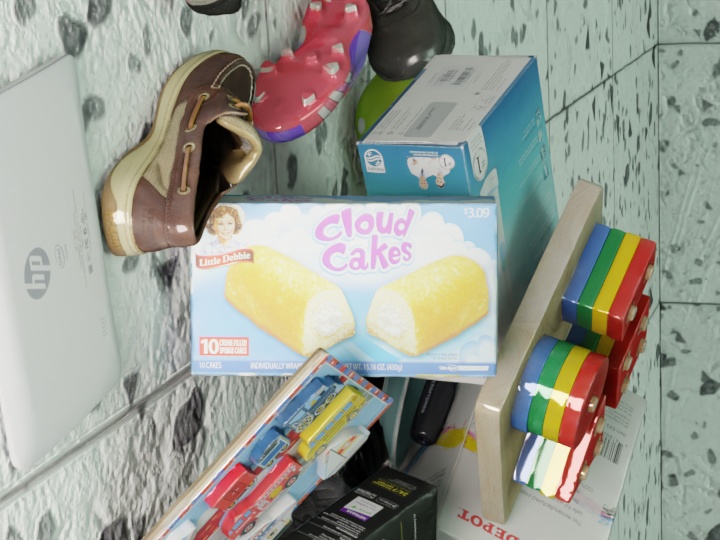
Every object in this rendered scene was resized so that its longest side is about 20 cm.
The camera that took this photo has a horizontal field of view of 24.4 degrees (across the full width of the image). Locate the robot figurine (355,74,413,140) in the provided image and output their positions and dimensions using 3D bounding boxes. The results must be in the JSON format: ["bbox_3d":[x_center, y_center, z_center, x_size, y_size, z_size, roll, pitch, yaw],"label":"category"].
[{"bbox_3d":[0.064,-0.106,1.453,0.200,0.116,0.176,63,27,-55],"label":"robot figurine"}]

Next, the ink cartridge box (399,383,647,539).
[{"bbox_3d":[0.120,0.179,1.383,0.145,0.147,0.200,-44,-161,56],"label":"ink cartridge box"}]

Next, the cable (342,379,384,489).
[{"bbox_3d":[-0.011,0.173,1.354,0.200,0.051,0.163,-42,131,-66],"label":"cable"}]

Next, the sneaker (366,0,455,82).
[{"bbox_3d":[0.018,-0.231,1.349,0.091,0.076,0.200,55,13,-45],"label":"sneaker"}]

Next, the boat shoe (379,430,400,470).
[{"bbox_3d":[0.044,0.105,1.504,0.067,0.057,0.200,63,34,-56],"label":"boat shoe"}]

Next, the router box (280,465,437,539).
[{"bbox_3d":[-0.007,0.259,1.172,0.149,0.051,0.200,-28,126,-46],"label":"router box"}]

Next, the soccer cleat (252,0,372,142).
[{"bbox_3d":[-0.032,-0.142,1.251,0.200,0.067,0.077,-70,159,-50],"label":"soccer cleat"}]

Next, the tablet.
[{"bbox_3d":[-0.172,-0.006,0.910,0.130,0.014,0.200,-50,138,-62],"label":"tablet"}]

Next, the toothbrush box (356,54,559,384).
[{"bbox_3d":[0.080,-0.038,1.217,0.146,0.085,0.200,-52,137,-47],"label":"toothbrush box"}]

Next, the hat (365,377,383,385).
[{"bbox_3d":[0.000,0.000,1.309,0.201,0.081,0.201,14,90,-81],"label":"hat"}]

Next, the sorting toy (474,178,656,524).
[{"bbox_3d":[0.156,0.073,1.227,0.200,0.070,0.199,80,34,-59],"label":"sorting toy"}]

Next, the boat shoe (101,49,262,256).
[{"bbox_3d":[-0.094,-0.075,1.045,0.200,0.072,0.072,-63,149,-53],"label":"boat shoe"}]

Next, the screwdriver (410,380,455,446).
[{"bbox_3d":[0.083,0.057,1.392,0.029,0.028,0.200,-31,-148,60],"label":"screwdriver"}]

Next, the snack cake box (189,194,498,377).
[{"bbox_3d":[-0.010,0.008,1.094,0.067,0.200,0.115,-65,155,-82],"label":"snack cake box"}]

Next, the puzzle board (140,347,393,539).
[{"bbox_3d":[-0.065,0.142,1.050,0.200,0.017,0.151,-47,156,0],"label":"puzzle board"}]

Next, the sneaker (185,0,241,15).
[{"bbox_3d":[-0.074,-0.239,1.093,0.088,0.074,0.200,76,30,-42],"label":"sneaker"}]

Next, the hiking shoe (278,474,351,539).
[{"bbox_3d":[-0.033,0.245,1.256,0.101,0.076,0.200,-12,112,-67],"label":"hiking shoe"}]

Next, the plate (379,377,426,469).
[{"bbox_3d":[0.046,0.064,1.360,0.200,0.026,0.200,15,90,-82],"label":"plate"}]
